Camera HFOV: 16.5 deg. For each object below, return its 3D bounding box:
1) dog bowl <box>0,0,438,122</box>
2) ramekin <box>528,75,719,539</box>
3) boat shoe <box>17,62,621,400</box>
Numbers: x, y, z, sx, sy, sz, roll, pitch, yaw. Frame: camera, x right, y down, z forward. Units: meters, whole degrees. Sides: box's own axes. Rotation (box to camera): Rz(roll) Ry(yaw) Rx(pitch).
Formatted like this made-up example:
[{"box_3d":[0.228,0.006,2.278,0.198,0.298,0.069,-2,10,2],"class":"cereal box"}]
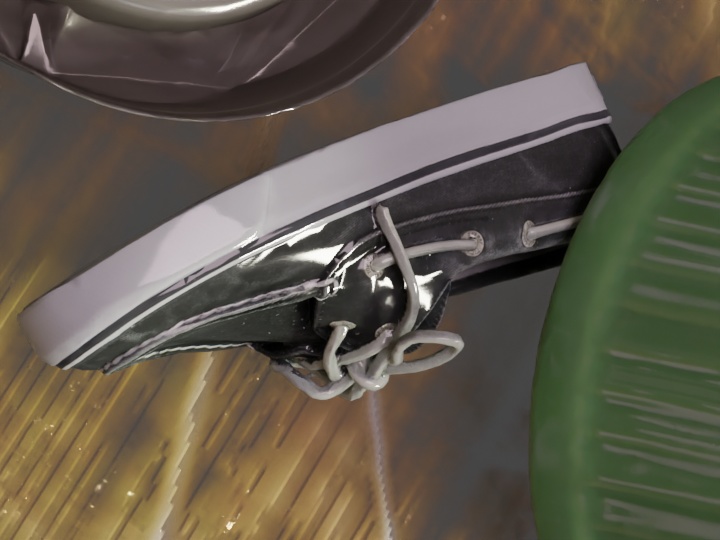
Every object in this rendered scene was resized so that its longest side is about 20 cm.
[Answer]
[{"box_3d":[-0.059,-0.139,0.690,0.200,0.059,0.201,0,91,-28],"class":"dog bowl"},{"box_3d":[0.151,0.042,0.752,0.200,0.098,0.201,-11,105,-44],"class":"ramekin"},{"box_3d":[-0.001,0.001,0.714,0.199,0.074,0.068,-22,86,-36],"class":"boat shoe"}]
